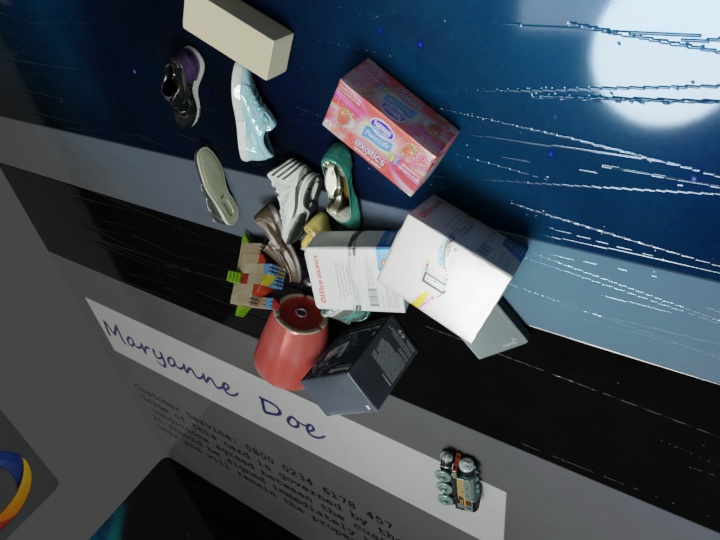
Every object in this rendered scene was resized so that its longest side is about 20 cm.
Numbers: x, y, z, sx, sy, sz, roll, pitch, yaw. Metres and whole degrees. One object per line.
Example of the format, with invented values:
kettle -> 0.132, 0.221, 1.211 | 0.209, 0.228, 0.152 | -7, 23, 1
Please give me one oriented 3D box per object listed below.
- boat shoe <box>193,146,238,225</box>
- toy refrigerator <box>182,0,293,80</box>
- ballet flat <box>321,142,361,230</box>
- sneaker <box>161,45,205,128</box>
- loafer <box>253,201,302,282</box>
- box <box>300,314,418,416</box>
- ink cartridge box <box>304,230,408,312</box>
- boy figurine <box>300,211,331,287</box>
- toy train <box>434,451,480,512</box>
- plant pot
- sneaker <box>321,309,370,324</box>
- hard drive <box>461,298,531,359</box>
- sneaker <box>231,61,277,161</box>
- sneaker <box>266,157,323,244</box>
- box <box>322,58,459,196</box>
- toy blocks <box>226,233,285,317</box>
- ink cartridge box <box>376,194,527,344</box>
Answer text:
boat shoe -> -0.355, -0.197, 1.349 | 0.066, 0.072, 0.203 | 10, 133, 28
toy refrigerator -> -0.219, -0.432, 1.019 | 0.198, 0.070, 0.077 | 34, 134, 11
ballet flat -> -0.045, -0.151, 1.123 | 0.066, 0.071, 0.203 | 17, 135, 28
sneaker -> -0.390, -0.375, 1.202 | 0.075, 0.088, 0.201 | 36, 142, 7
loafer -> -0.193, -0.058, 1.322 | 0.073, 0.070, 0.203 | -128, 16, -69
box -> -0.003, 0.224, 1.329 | 0.195, 0.200, 0.118 | -21, 111, 48
ink cartridge box -> 0.000, 0.000, 1.160 | 0.196, 0.085, 0.149 | 2, 120, 20
boy figurine -> -0.087, -0.038, 1.269 | 0.124, 0.064, 0.202 | 36, 144, 24
toy train -> 0.263, 0.562, 1.514 | 0.112, 0.086, 0.203 | 6, 128, 21
plant pot -> -0.163, 0.169, 1.441 | 0.198, 0.200, 0.180 | 29, 130, 16
sneaker -> 0.000, 0.072, 1.304 | 0.091, 0.079, 0.198 | 33, 144, -30
hard drive -> 0.226, 0.079, 1.131 | 0.201, 0.033, 0.139 | 49, 141, -7
sneaker -> -0.205, -0.316, 1.128 | 0.080, 0.075, 0.203 | 1, 127, 2
sneaker -> -0.152, -0.157, 1.225 | 0.115, 0.075, 0.202 | 41, 135, 16
box -> 0.049, -0.237, 0.942 | 0.199, 0.095, 0.103 | 40, 141, 4
toy blocks -> -0.242, 0.013, 1.385 | 0.135, 0.205, 0.099 | 1, 168, 37
ink cartridge box -> 0.159, -0.009, 0.987 | 0.198, 0.147, 0.146 | 33, 120, 13
